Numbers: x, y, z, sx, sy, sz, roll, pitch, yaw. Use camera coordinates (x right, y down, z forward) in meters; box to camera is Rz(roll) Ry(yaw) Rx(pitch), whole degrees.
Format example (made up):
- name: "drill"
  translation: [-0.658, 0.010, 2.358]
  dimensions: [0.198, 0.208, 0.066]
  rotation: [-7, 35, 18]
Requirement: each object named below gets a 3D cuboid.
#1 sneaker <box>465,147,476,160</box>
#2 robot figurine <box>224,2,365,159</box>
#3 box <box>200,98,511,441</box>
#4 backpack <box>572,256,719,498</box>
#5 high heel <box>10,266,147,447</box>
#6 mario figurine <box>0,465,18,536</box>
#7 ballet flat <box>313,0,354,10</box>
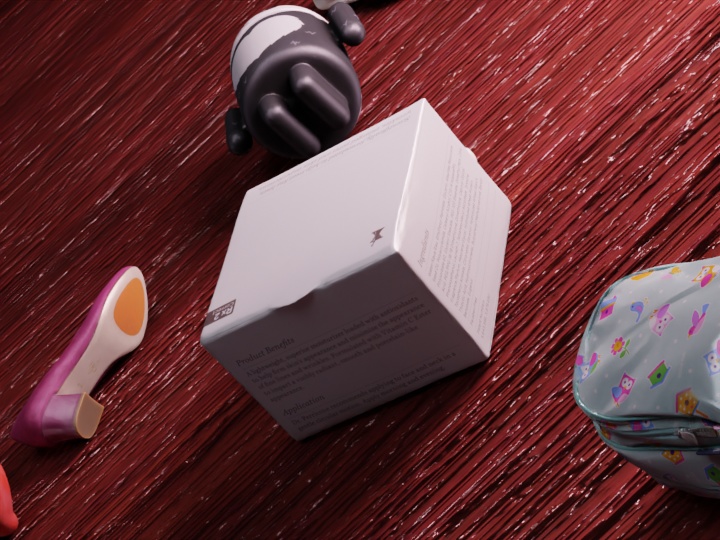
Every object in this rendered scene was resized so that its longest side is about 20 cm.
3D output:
- name: "sneaker"
  translation: [0.006, -0.063, 1.673]
  dimensions: [0.199, 0.085, 0.075]
  rotation: [-32, 29, 19]
- name: "robot figurine"
  translation: [-0.068, -0.190, 1.907]
  dimensions: [0.149, 0.126, 0.200]
  rotation: [-9, 29, -6]
- name: "box"
  translation: [0.000, 0.000, 1.540]
  dimensions: [0.198, 0.131, 0.201]
  rotation: [-25, 32, 29]
- name: "backpack"
  translation: [0.230, 0.063, 1.152]
  dimensions: [0.199, 0.127, 0.167]
  rotation: [-9, 45, 52]
- name: "high heel"
  translation: [-0.274, 0.083, 1.853]
  dimensions: [0.095, 0.067, 0.201]
  rotation: [-7, 56, 34]
- name: "mario figurine"
  translation: [-0.400, 0.247, 1.732]
  dimensions: [0.123, 0.106, 0.201]
  rotation: [32, 82, 27]
- name: "ballet flat"
  translation: [0.005, -0.330, 2.084]
  dimensions: [0.199, 0.069, 0.070]
  rotation: [-5, 44, 49]
